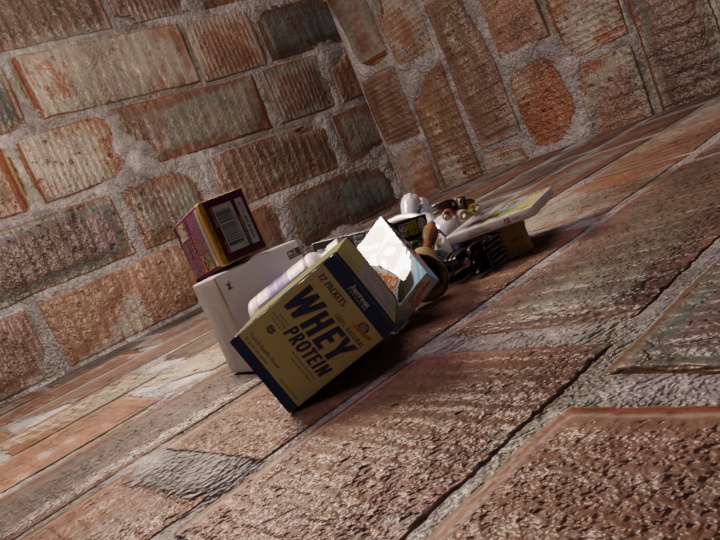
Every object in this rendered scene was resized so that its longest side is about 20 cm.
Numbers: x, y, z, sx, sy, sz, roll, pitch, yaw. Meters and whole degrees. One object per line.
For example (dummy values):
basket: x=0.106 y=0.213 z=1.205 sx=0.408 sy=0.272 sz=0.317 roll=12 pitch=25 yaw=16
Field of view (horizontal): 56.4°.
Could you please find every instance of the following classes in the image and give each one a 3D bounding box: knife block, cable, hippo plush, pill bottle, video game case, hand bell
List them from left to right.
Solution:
pill bottle: x=-0.088 y=0.042 z=1.168 sx=0.199 sy=0.116 sz=0.116 roll=-38 pitch=5 yaw=9
hand bell: x=0.125 y=-0.040 z=1.287 sx=0.103 sy=0.105 sz=0.201 roll=-20 pitch=28 yaw=24
hippo plush: x=0.186 y=-0.126 z=1.723 sx=0.159 sy=0.162 sz=0.199 roll=-5 pitch=-3 yaw=32
cable: x=0.196 y=-0.122 z=1.381 sx=0.096 sy=0.051 sz=0.200 roll=-10 pitch=1 yaw=9
knife block: x=0.244 y=-0.043 z=1.330 sx=0.174 sy=0.065 sz=0.200 roll=-22 pitch=7 yaw=5
video game case: x=0.283 y=-0.110 z=1.346 sx=0.180 sy=0.023 sz=0.200 roll=-20 pitch=7 yaw=30

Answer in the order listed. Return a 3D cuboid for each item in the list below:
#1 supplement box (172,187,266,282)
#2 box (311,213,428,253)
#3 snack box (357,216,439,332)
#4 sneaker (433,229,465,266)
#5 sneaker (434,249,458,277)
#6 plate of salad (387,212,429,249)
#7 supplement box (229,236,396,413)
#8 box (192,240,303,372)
supplement box: x=-0.289 y=-0.067 z=1.364 sx=0.103 sy=0.132 sz=0.199 roll=-26 pitch=4 yaw=-31
box: x=0.022 y=-0.067 z=1.407 sx=0.199 sy=0.045 sz=0.159 roll=-11 pitch=5 yaw=43
snack box: x=0.049 y=0.003 z=1.173 sx=0.117 sy=0.037 sz=0.200 roll=-52 pitch=36 yaw=13
sneaker: x=0.180 y=-0.047 z=1.510 sx=0.081 sy=0.083 sz=0.200 roll=-63 pitch=17 yaw=13
sneaker: x=0.098 y=0.014 z=1.331 sx=0.198 sy=0.080 sz=0.096 roll=-25 pitch=10 yaw=0
plate of salad: x=0.073 y=-0.048 z=1.496 sx=0.198 sy=0.048 sz=0.202 roll=-22 pitch=49 yaw=28
supplement box: x=-0.061 y=0.072 z=1.012 sx=0.199 sy=0.135 sz=0.200 roll=-39 pitch=5 yaw=9
box: x=-0.195 y=0.073 z=1.355 sx=0.198 sy=0.202 sz=0.130 roll=-28 pitch=7 yaw=-34
